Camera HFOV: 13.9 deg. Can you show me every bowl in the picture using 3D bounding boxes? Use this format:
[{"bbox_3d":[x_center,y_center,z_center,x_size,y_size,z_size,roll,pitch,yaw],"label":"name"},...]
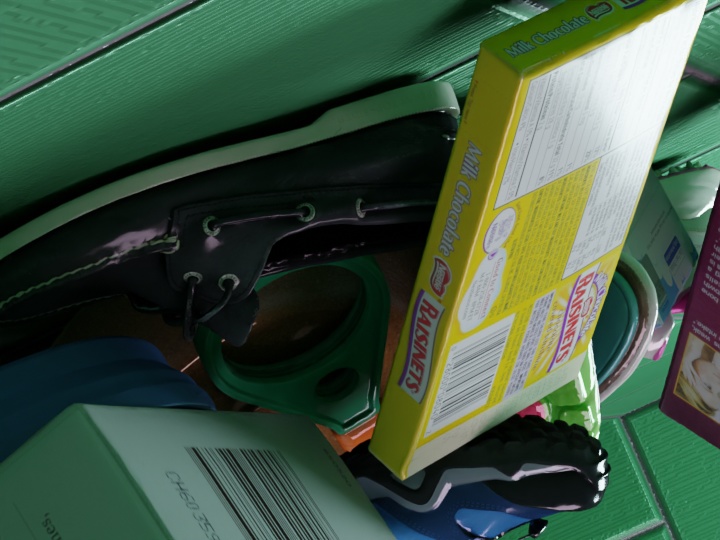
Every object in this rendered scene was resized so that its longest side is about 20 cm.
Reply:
[{"bbox_3d":[-0.145,0.093,1.092,0.200,0.039,0.201,-31,163,-10],"label":"bowl"}]

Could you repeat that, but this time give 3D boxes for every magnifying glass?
[{"bbox_3d":[-0.010,0.046,1.205,0.079,0.022,0.200,-32,141,0],"label":"magnifying glass"}]

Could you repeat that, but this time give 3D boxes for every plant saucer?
[{"bbox_3d":[-0.043,0.054,1.234,0.200,0.035,0.200,-19,141,-16],"label":"plant saucer"}]

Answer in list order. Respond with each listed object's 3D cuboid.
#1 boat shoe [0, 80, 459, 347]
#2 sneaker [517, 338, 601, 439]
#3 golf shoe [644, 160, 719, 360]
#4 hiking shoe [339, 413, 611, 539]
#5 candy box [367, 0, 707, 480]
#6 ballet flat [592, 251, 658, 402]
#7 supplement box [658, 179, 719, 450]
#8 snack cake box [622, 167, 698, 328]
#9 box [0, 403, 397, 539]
[{"bbox_3d":[-0.045,-0.007,1.060,0.199,0.066,0.074,-19,171,-24],"label":"boat shoe"},{"bbox_3d":[0.069,0.016,1.221,0.077,0.084,0.200,11,132,8],"label":"sneaker"},{"bbox_3d":[0.112,0.012,1.528,0.200,0.092,0.075,-20,173,-14],"label":"golf shoe"},{"bbox_3d":[0.010,0.111,1.180,0.200,0.087,0.074,-14,-175,21],"label":"hiking shoe"},{"bbox_3d":[0.063,-0.017,1.075,0.102,0.026,0.200,-30,148,-39],"label":"candy box"},{"bbox_3d":[0.078,0.047,1.312,0.069,0.070,0.200,-15,156,-44],"label":"ballet flat"},{"bbox_3d":[0.237,0.016,1.430,0.103,0.131,0.200,-41,156,-33],"label":"supplement box"},{"bbox_3d":[0.053,0.022,1.413,0.200,0.067,0.115,-26,-171,21],"label":"snack cake box"},{"bbox_3d":[-0.051,0.163,1.043,0.131,0.200,0.199,-40,163,16],"label":"box"}]
